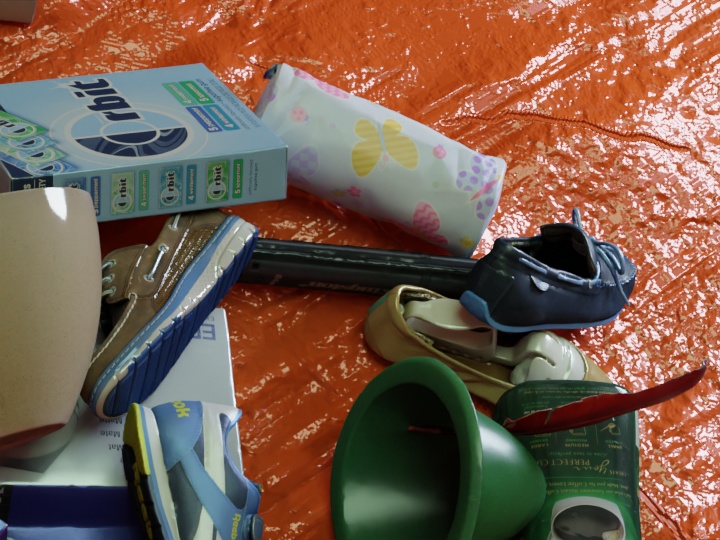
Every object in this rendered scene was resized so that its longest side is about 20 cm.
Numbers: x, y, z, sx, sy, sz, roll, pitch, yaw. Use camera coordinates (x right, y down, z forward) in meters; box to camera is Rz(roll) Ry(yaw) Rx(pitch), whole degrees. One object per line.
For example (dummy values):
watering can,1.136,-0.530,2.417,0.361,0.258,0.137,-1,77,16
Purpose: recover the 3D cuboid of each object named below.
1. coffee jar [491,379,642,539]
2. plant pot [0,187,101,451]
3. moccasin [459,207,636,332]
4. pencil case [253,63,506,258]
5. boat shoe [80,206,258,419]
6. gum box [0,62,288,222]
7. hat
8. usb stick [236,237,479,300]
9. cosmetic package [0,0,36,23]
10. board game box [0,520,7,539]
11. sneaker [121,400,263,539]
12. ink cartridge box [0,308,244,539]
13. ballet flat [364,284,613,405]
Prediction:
coffee jar,0.146,0.178,1.503,0.103,0.086,0.201,3,56,-6
plant pot,-0.245,0.045,1.361,0.199,0.200,0.135,-14,82,-26
moccasin,0.151,0.001,1.591,0.080,0.069,0.200,32,23,24
pencil case,0.009,-0.078,1.627,0.199,0.091,0.084,22,70,-3
boat shoe,-0.144,0.023,1.473,0.072,0.073,0.200,29,41,8
gum box,-0.174,-0.090,1.546,0.199,0.045,0.170,-9,28,-23
hat,0.103,0.146,1.472,0.175,0.200,0.167,8,76,-32
usb stick,0.000,0.000,1.592,0.198,0.055,0.033,6,79,-15
cosmetic package,-0.334,-0.256,1.624,0.198,0.087,0.104,6,55,-14
board game box,-0.337,0.161,1.356,0.199,0.045,0.135,33,67,4
sneaker,-0.093,0.176,1.405,0.082,0.074,0.201,-10,82,-22
ink cartridge box,-0.178,0.114,1.463,0.198,0.041,0.201,2,58,-18
ballet flat,0.101,0.061,1.580,0.199,0.063,0.069,16,54,-9
